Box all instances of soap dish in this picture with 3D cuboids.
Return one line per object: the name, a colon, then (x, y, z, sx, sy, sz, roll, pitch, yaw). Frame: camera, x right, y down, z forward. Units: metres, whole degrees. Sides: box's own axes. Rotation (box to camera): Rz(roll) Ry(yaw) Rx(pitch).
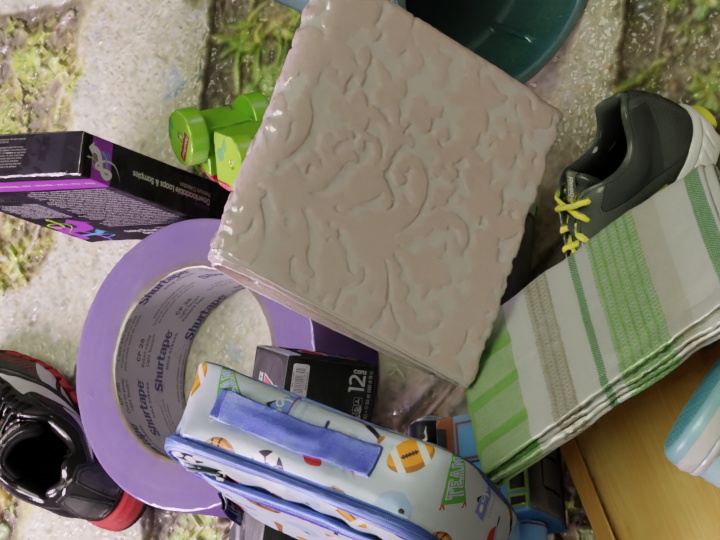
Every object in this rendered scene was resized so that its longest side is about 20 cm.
soap dish: (0.210, 0.136, 1.619, 0.157, 0.081, 0.201, -31, 65, 24)

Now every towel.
towel: (0.147, 0.033, 1.581, 0.200, 0.031, 0.149, -37, 29, 19)
towel: (0.018, -0.054, 1.607, 0.032, 0.191, 0.201, -11, 54, 59)

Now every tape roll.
tape roll: (-0.093, 0.069, 1.819, 0.199, 0.085, 0.201, -7, 77, 31)

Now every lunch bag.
lunch bag: (-0.016, 0.123, 1.551, 0.199, 0.160, 0.076, 17, 76, 27)

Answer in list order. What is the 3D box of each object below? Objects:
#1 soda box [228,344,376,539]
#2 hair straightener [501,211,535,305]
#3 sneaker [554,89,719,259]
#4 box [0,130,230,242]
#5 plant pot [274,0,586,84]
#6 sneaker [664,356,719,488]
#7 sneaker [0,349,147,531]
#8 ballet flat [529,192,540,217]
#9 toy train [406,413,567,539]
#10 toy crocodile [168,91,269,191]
soda box: (-0.042, 0.152, 1.695, 0.071, 0.063, 0.201, -169, 88, -69)
hair straightener: (0.087, 0.055, 1.694, 0.077, 0.041, 0.201, -132, 47, -69)
sneaker: (0.150, -0.024, 1.673, 0.074, 0.084, 0.201, 21, 87, 60)
box: (-0.189, -0.056, 1.833, 0.143, 0.200, 0.036, -1, 77, 31)
plant pot: (0.024, -0.233, 1.747, 0.196, 0.200, 0.201, 21, 93, 41)
sneaker: (0.280, 0.067, 1.537, 0.130, 0.080, 0.200, 38, 80, 2)
sneaker: (-0.238, 0.113, 1.892, 0.200, 0.098, 0.071, 37, 103, 35)
ballet flat: (0.039, -0.068, 1.780, 0.200, 0.069, 0.070, 29, 97, 28)
toy train: (0.071, 0.182, 1.631, 0.114, 0.087, 0.201, -12, 67, 24)
toy crocodile: (-0.073, -0.075, 1.773, 0.200, 0.067, 0.062, 28, 128, 56)
